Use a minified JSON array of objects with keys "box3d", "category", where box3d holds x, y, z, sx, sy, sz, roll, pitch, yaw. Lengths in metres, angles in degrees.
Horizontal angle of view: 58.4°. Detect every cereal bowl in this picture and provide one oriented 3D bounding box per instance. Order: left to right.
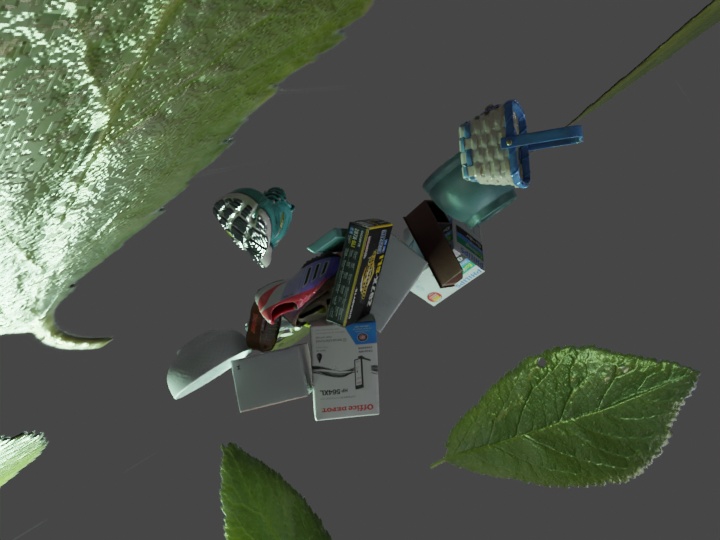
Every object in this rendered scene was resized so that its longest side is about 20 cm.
[{"box3d":[-0.336,0.189,1.397,0.197,0.085,0.200,-32,174,-3],"category":"cereal bowl"}]

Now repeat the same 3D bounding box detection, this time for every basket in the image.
[{"box3d":[0.266,-0.209,1.062,0.194,0.144,0.176,-2,-175,19],"category":"basket"}]

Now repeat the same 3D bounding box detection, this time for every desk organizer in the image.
[{"box3d":[0.191,-0.066,1.563,0.077,0.204,0.071,-38,160,34],"category":"desk organizer"}]

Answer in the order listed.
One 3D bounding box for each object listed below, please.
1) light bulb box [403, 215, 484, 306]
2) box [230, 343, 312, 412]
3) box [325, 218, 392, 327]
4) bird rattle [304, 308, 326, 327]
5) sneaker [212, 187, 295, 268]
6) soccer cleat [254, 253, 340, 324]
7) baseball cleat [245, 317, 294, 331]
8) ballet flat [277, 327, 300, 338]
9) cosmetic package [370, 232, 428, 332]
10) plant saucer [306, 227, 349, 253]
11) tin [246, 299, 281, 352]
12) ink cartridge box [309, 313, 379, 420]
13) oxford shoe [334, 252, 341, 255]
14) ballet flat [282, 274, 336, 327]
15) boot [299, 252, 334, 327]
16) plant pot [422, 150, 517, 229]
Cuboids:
[{"box3d":[0.218,-0.054,1.724,0.197,0.123,0.204,-38,-146,37],"category":"light bulb box"},{"box3d":[-0.186,0.231,1.416,0.148,0.110,0.200,-13,175,1],"category":"box"},{"box3d":[0.000,0.000,1.310,0.159,0.048,0.206,-21,127,-71],"category":"box"},{"box3d":[-0.033,0.127,1.541,0.162,0.198,0.115,-15,134,-60],"category":"bird rattle"},{"box3d":[-0.115,-0.064,0.735,0.080,0.077,0.200,-51,-179,-8],"category":"sneaker"},{"box3d":[-0.116,0.037,1.304,0.196,0.074,0.069,-28,146,-8],"category":"soccer cleat"},{"box3d":[-0.227,0.127,1.630,0.105,0.071,0.199,-27,166,17],"category":"baseball cleat"},{"box3d":[-0.203,0.151,1.877,0.070,0.072,0.199,-35,174,30],"category":"ballet flat"},{"box3d":[0.057,0.024,1.577,0.203,0.121,0.199,-56,-179,2],"category":"cosmetic package"},{"box3d":[-0.046,-0.058,1.295,0.069,0.019,0.200,-34,175,14],"category":"plant saucer"},{"box3d":[-0.211,0.119,1.421,0.040,0.116,0.200,6,175,4],"category":"tin"},{"box3d":[-0.034,0.205,1.374,0.141,0.207,0.084,-4,-172,-6],"category":"ink cartridge box"},{"box3d":[-0.054,0.015,1.540,0.069,0.076,0.200,-31,174,-9],"category":"oxford shoe"},{"box3d":[-0.072,0.060,1.362,0.197,0.068,0.069,-31,146,-12],"category":"ballet flat"},{"box3d":[-0.099,0.039,1.429,0.172,0.070,0.200,-34,158,1],"category":"boot"},{"box3d":[0.245,-0.175,1.347,0.197,0.136,0.200,-32,175,-3],"category":"plant pot"}]
